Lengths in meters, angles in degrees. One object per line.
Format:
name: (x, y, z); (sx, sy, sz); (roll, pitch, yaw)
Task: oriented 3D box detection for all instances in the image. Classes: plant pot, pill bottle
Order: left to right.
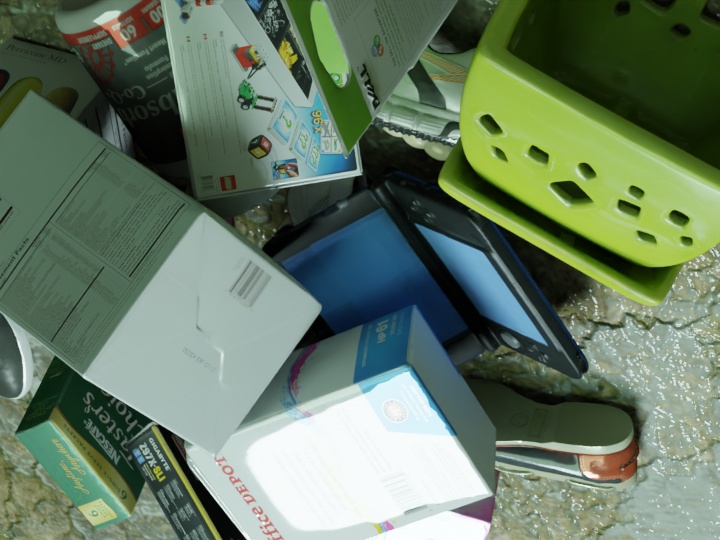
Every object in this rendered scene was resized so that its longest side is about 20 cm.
pill bottle: (-0.132, -0.144, 1.622); (0.116, 0.116, 0.200); (-11, 123, 39)
plant pot: (0.174, -0.109, 1.405); (0.200, 0.199, 0.182); (29, 146, 4)

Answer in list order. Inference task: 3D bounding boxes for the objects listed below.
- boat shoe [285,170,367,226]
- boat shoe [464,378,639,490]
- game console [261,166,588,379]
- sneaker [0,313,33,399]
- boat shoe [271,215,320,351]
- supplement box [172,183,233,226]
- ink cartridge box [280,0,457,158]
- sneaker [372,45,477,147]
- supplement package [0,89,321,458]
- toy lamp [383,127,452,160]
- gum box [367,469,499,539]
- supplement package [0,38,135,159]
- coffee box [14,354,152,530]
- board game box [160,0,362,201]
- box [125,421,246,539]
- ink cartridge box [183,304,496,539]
boat shoe: (0.000, 0.000, 1.711); (0.069, 0.071, 0.200); (4, 131, 32)
boat shoe: (0.133, 0.139, 1.767); (0.199, 0.071, 0.063); (7, 136, 22)
game console: (0.050, 0.031, 1.642); (0.171, 0.118, 0.200); (26, 159, 51)
sneaker: (-0.321, 0.046, 1.635); (0.071, 0.099, 0.200); (2, 133, 29)
boat shoe: (-0.055, 0.044, 1.794); (0.072, 0.068, 0.200); (16, 141, 17)
supplement box: (-0.211, -0.008, 1.817); (0.199, 0.103, 0.131); (16, 136, 19)
ink cartridge box: (-0.019, -0.192, 1.436); (0.076, 0.200, 0.148); (2, 130, 32)
sneaker: (0.105, -0.118, 1.529); (0.199, 0.080, 0.074); (17, 178, -4)
supplement package: (-0.175, 0.004, 1.576); (0.200, 0.147, 0.191); (34, 175, 33)
toy lamp: (0.054, -0.094, 1.596); (0.200, 0.058, 0.058); (28, 139, 7)
gum box: (0.013, 0.178, 1.804); (0.199, 0.114, 0.066); (16, 120, 1)
supplement package: (-0.279, -0.077, 1.717); (0.113, 0.200, 0.110); (15, 137, 19)
coffee box: (-0.219, 0.115, 1.865); (0.044, 0.200, 0.123); (-22, 117, 28)
board game box: (-0.074, -0.157, 1.541); (0.126, 0.035, 0.201); (-9, 109, -3)
box: (-0.090, 0.203, 1.848); (0.049, 0.160, 0.200); (-37, 79, 37)
ink cartridge box: (-0.015, 0.132, 1.659); (0.200, 0.085, 0.145); (-22, 121, 19)
